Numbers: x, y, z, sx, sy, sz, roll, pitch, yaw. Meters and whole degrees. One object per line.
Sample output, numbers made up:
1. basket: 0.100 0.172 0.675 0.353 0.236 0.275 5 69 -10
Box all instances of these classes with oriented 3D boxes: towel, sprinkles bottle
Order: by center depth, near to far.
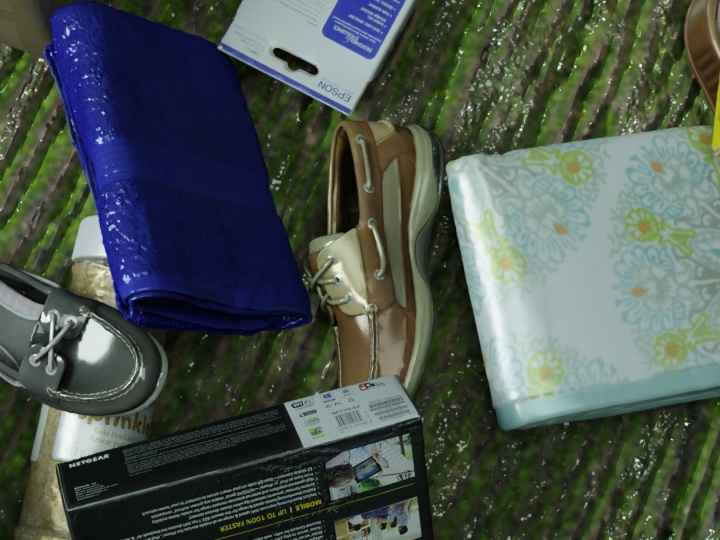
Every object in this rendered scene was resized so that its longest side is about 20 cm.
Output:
1. towel: -0.111 -0.056 0.909 0.050 0.148 0.200 -31 64 30
2. sprinkles bottle: -0.155 0.070 0.920 0.068 0.068 0.200 11 79 -2
3. towel: 0.162 0.002 0.956 0.200 0.048 0.171 -9 78 -17

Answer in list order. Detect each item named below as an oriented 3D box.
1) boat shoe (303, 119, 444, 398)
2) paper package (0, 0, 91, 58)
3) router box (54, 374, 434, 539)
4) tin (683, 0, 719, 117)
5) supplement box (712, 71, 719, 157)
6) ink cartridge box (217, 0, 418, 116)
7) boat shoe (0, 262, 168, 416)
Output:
1. boat shoe: 0.000 0.000 0.937 0.074 0.076 0.200 14 68 -23
2. paper package: -0.201 -0.245 0.910 0.103 0.200 0.191 19 79 0
3. router box: -0.059 0.155 0.872 0.200 0.051 0.149 -13 120 -11
4. tin: 0.289 -0.114 1.000 0.112 0.042 0.200 -21 81 -21
5. supplement box: 0.332 -0.115 0.933 0.200 0.109 0.110 12 74 -10
6. ink cartridge box: -0.005 -0.200 1.000 0.099 0.039 0.200 29 77 1
7. boat shoe: -0.199 0.033 0.881 0.200 0.057 0.067 21 86 34
